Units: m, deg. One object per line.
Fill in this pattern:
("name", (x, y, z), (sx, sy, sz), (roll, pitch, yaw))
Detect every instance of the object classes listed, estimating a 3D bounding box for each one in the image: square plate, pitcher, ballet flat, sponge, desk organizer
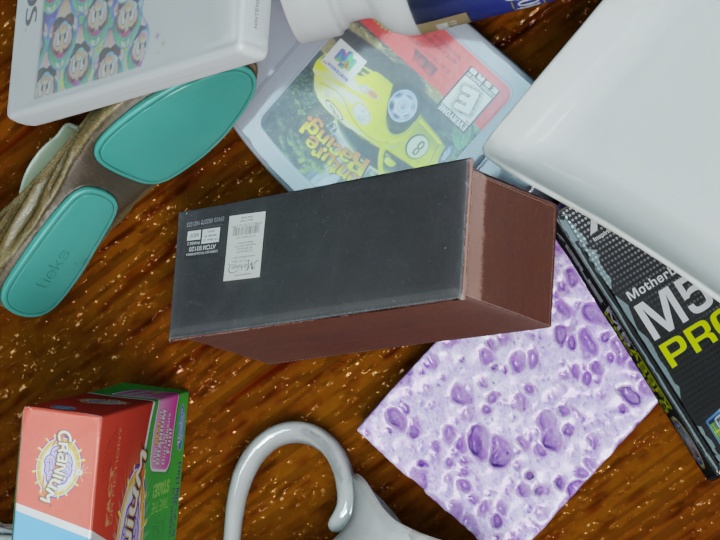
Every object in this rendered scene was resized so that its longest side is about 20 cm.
("square plate", (0.197, -0.080, 1.274), (0.200, 0.028, 0.198), (34, 76, 24))
("pitcher", (-0.040, 0.194, 1.341), (0.171, 0.121, 0.200), (38, 85, 26))
("ballet flat", (-0.138, -0.063, 1.362), (0.200, 0.068, 0.072), (-48, 46, 19))
("sponge", (0.105, 0.047, 1.351), (0.112, 0.030, 0.200), (42, 96, 5))
("desk organizer", (0.000, 0.000, 1.306), (0.200, 0.077, 0.072), (-9, 71, 40))

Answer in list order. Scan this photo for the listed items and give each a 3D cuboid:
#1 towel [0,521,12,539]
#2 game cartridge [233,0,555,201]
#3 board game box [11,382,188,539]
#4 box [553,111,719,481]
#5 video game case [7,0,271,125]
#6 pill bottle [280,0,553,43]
("towel", (-0.250, 0.227, 1.403), (0.199, 0.032, 0.192), (7, 92, 9))
("game cartridge", (0.014, -0.085, 1.361), (0.200, 0.041, 0.133), (41, 100, 6))
("board game box", (-0.135, 0.140, 1.300), (0.040, 0.200, 0.154), (5, 92, 8))
("box", (0.222, -0.010, 1.304), (0.200, 0.044, 0.161), (-30, 83, -4))
("video game case", (-0.112, -0.179, 1.304), (0.200, 0.024, 0.183), (-10, 71, 47))
("pill bottle", (0.053, -0.184, 1.281), (0.199, 0.116, 0.116), (-14, 89, 8))
